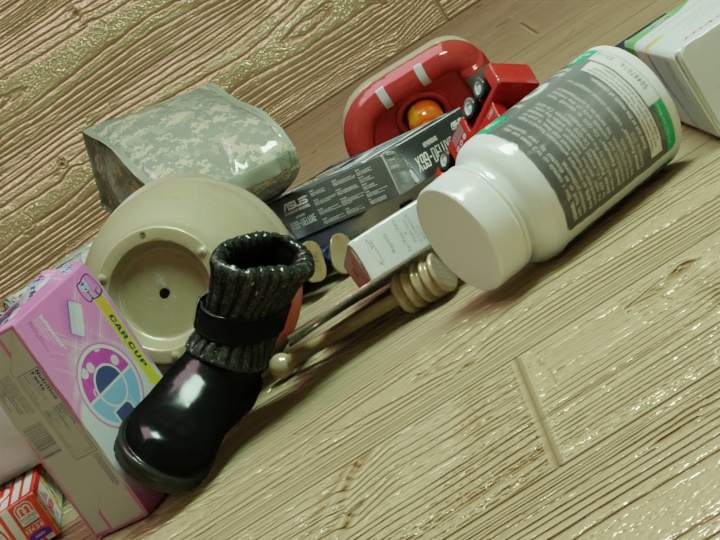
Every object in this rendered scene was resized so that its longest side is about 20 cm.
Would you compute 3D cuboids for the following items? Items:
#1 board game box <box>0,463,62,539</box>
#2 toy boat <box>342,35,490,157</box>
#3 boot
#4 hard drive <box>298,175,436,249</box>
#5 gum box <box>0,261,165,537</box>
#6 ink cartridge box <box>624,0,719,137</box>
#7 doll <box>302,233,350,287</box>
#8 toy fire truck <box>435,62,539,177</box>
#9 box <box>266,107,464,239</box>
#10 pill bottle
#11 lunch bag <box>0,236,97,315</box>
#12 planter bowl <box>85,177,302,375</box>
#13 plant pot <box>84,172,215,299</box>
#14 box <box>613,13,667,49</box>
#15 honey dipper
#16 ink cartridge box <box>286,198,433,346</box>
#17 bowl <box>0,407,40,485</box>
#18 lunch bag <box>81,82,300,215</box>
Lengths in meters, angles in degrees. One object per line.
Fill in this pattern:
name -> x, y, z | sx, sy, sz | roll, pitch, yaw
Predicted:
board game box -> -0.343, 0.239, 1.682 | 0.151, 0.046, 0.200 | -34, 9, -5
toy boat -> 0.077, -0.174, 2.193 | 0.199, 0.131, 0.131 | -31, 39, 11
boot -> -0.116, 0.067, 1.478 | 0.158, 0.079, 0.211 | -65, -5, 31
hard drive -> -0.015, -0.049, 2.026 | 0.132, 0.026, 0.200 | -30, 6, -42
gum box -> -0.225, 0.101, 1.520 | 0.066, 0.200, 0.114 | -26, 13, 33
ink cartridge box -> 0.314, -0.188, 1.524 | 0.145, 0.088, 0.200 | -33, 8, 2
doll -> -0.092, 0.011, 1.953 | 0.136, 0.049, 0.200 | -14, -6, -36
toy fire truck -> 0.141, -0.110, 1.679 | 0.049, 0.141, 0.200 | 0, -44, -27
box -> 0.004, -0.095, 1.965 | 0.200, 0.050, 0.158 | -22, 8, 41
pill bottle -> 0.147, -0.079, 1.453 | 0.200, 0.113, 0.113 | -38, 11, -23
lunch bag -> -0.268, 0.052, 1.995 | 0.200, 0.168, 0.139 | -38, 11, -22
planter bowl -> -0.161, 0.018, 1.641 | 0.200, 0.201, 0.135 | -32, -3, 10
plant pot -> -0.151, 0.025, 1.786 | 0.200, 0.201, 0.134 | -38, 48, -23
box -> 0.247, -0.172, 1.765 | 0.157, 0.051, 0.200 | -33, 10, 11
honey dipper -> -0.003, 0.043, 1.585 | 0.200, 0.038, 0.038 | -31, 9, 32
ink cartridge box -> 0.000, 0.000, 1.623 | 0.173, 0.044, 0.200 | -31, -3, -4
bowl -> -0.339, 0.150, 1.755 | 0.199, 0.075, 0.200 | -30, 9, 20
lunch bag -> -0.172, -0.104, 1.934 | 0.163, 0.118, 0.200 | -23, 28, -21
